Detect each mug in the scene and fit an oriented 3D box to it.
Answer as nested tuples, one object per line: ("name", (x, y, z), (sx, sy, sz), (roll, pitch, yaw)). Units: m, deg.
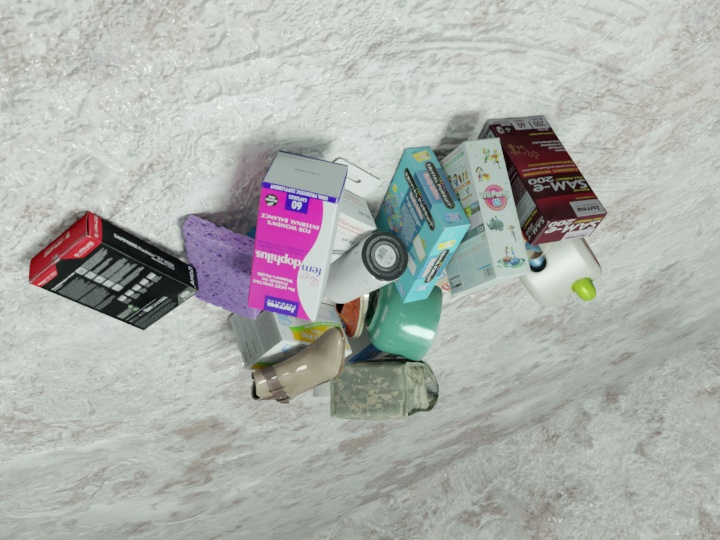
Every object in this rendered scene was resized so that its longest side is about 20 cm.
("mug", (0.072, 0.092, 1.370), (0.114, 0.152, 0.185), (16, 151, -10))

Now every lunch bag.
("lunch bag", (0.053, 0.235, 1.415), (0.164, 0.118, 0.200), (-5, 171, 23))

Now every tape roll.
("tape roll", (-0.012, 0.278, 1.663), (0.202, 0.037, 0.203), (0, 170, 0))

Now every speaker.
("speaker", (0.000, 0.000, 1.163), (0.081, 0.081, 0.200), (-8, 171, -24))

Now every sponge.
("sponge", (-0.207, 0.002, 1.081), (0.111, 0.030, 0.200), (20, 148, 5))

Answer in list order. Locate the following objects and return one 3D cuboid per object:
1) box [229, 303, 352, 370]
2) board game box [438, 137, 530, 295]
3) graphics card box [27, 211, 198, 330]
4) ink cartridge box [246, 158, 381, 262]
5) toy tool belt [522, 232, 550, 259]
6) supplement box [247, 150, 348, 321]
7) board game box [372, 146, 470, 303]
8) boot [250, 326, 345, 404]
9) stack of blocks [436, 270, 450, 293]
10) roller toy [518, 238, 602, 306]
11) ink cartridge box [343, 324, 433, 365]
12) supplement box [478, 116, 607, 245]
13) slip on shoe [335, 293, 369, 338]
("box", (-0.126, 0.122, 1.322), (0.101, 0.113, 0.200), (-37, 150, 25))
("board game box", (0.168, -0.075, 1.052), (0.064, 0.200, 0.148), (-10, 172, -22))
("graphics card box", (-0.345, 0.007, 1.009), (0.125, 0.051, 0.200), (-34, 139, 20))
("ink cartridge box", (-0.061, -0.071, 1.081), (0.200, 0.067, 0.116), (-36, 148, 25))
("toy tool belt", (0.243, -0.091, 1.151), (0.123, 0.200, 0.125), (-23, 114, -41))
("supplement box", (-0.087, -0.045, 0.973), (0.101, 0.103, 0.200), (12, 123, 0))
("board game box", (0.088, -0.067, 1.104), (0.047, 0.151, 0.200), (-10, 150, -23))
("boot", (-0.114, 0.171, 1.226), (0.146, 0.070, 0.200), (-10, 146, -22))
("stack of blocks", (0.168, -0.033, 1.317), (0.115, 0.059, 0.200), (-32, 150, 18))
("roller toy", (0.341, -0.035, 1.309), (0.140, 0.200, 0.183), (-32, 115, 18))
("ink cartridge box", (0.038, 0.168, 1.546), (0.200, 0.086, 0.146), (12, 137, -44))
("supplement box", (0.263, -0.137, 1.053), (0.109, 0.200, 0.061), (-9, 148, -23))
("slip on shoe", (-0.017, 0.071, 1.369), (0.061, 0.074, 0.200), (8, 151, 1))
